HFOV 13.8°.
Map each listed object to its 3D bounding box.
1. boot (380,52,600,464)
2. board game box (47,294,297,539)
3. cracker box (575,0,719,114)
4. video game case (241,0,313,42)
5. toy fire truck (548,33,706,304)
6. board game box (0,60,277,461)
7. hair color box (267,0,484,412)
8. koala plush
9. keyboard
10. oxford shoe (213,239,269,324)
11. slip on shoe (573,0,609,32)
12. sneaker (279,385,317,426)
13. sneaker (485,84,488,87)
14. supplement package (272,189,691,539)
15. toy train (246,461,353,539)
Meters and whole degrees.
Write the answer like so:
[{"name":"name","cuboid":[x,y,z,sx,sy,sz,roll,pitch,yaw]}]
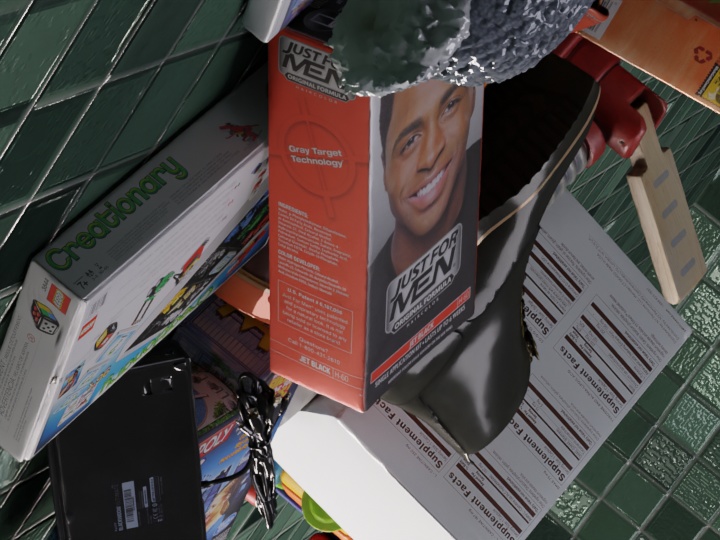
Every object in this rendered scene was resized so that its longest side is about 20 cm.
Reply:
[{"name":"boot","cuboid":[0.074,-0.004,1.578,0.200,0.077,0.138,-49,137,-1]},{"name":"board game box","cuboid":[-0.104,0.093,1.651,0.200,0.062,0.201,-29,153,-58]},{"name":"cracker box","cuboid":[0.181,-0.184,1.627,0.058,0.133,0.200,-60,-179,42]},{"name":"video game case","cuboid":[0.028,-0.200,1.320,0.200,0.018,0.143,-45,169,-34]},{"name":"toy fire truck","cuboid":[0.103,-0.053,1.667,0.176,0.200,0.129,-48,169,-22]},{"name":"board game box","cuboid":[-0.095,-0.009,1.397,0.200,0.035,0.127,-44,166,-41]},{"name":"hair color box","cuboid":[0.008,-0.045,1.411,0.101,0.061,0.201,-41,142,-41]},{"name":"koala plush","cuboid":[0.070,-0.154,1.197,0.200,0.184,0.177,-54,168,23]},{"name":"keyboard","cuboid":[-0.097,0.110,1.538,0.126,0.021,0.201,-11,135,-10]},{"name":"oxford shoe","cuboid":[0.000,0.000,1.589,0.199,0.071,0.073,16,111,-51]},{"name":"slip on shoe","cuboid":[0.090,-0.137,1.440,0.200,0.061,0.074,-42,175,18]},{"name":"sneaker","cuboid":[-0.047,0.031,1.733,0.200,0.085,0.073,-36,-155,30]},{"name":"sneaker","cuboid":[0.023,-0.097,1.531,0.200,0.078,0.077,-42,-172,-16]},{"name":"supplement package","cuboid":[0.056,0.059,1.826,0.200,0.147,0.191,-49,-161,-16]},{"name":"toy train","cuboid":[-0.005,0.160,1.965,0.085,0.200,0.116,-51,166,1]}]
